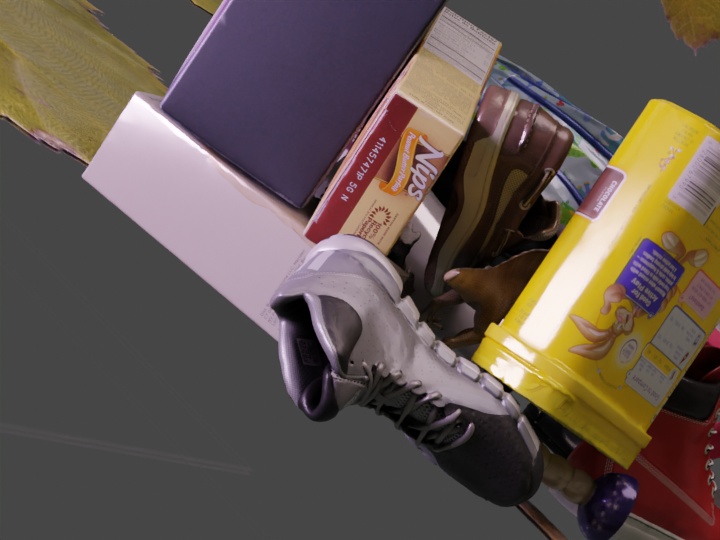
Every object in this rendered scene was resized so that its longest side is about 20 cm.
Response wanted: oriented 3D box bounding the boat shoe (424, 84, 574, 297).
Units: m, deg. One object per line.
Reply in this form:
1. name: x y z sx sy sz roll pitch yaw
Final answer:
1. boat shoe: 0.092 -0.034 1.244 0.074 0.075 0.203 20 -30 4

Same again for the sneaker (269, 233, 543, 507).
1. sneaker: 0.016 0.079 1.122 0.200 0.075 0.115 48 35 3

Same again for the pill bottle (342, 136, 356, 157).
1. pill bottle: 0.046 -0.120 1.706 0.114 0.201 0.114 33 10 -7

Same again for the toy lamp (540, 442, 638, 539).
1. toy lamp: 0.085 0.104 1.222 0.199 0.058 0.058 35 10 -10

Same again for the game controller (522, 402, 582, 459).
1. game controller: 0.187 0.138 1.465 0.105 0.042 0.200 53 16 16

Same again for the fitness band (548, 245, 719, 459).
1. fitness band: 0.201 0.059 1.369 0.200 0.143 0.038 45 49 -13

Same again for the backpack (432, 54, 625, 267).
1. backpack: 0.114 -0.072 1.435 0.200 0.153 0.164 52 -22 41

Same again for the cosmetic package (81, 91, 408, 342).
1. cosmetic package: -0.076 -0.029 1.264 0.200 0.073 0.103 39 11 18

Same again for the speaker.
1. speaker: 0.051 0.003 1.383 0.201 0.081 0.081 53 17 22

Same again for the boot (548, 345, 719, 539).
1. boot: 0.238 0.131 1.333 0.199 0.145 0.072 27 10 -41

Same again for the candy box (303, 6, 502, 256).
1. candy box: 0.031 -0.088 1.238 0.055 0.116 0.200 33 25 -4

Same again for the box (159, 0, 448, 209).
1. box: -0.026 -0.169 1.283 0.123 0.201 0.198 34 9 -6

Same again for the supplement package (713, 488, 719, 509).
1. supplement package: 0.370 0.164 1.426 0.117 0.201 0.117 32 10 -31

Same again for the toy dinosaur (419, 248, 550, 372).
1. toy dinosaur: 0.083 0.018 1.250 0.199 0.101 0.059 11 43 -51

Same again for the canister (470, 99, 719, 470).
1. canister: 0.176 0.009 1.205 0.086 0.201 0.148 33 -1 38

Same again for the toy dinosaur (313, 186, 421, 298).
1. toy dinosaur: 0.000 0.000 1.339 0.077 0.102 0.201 -28 73 -35
